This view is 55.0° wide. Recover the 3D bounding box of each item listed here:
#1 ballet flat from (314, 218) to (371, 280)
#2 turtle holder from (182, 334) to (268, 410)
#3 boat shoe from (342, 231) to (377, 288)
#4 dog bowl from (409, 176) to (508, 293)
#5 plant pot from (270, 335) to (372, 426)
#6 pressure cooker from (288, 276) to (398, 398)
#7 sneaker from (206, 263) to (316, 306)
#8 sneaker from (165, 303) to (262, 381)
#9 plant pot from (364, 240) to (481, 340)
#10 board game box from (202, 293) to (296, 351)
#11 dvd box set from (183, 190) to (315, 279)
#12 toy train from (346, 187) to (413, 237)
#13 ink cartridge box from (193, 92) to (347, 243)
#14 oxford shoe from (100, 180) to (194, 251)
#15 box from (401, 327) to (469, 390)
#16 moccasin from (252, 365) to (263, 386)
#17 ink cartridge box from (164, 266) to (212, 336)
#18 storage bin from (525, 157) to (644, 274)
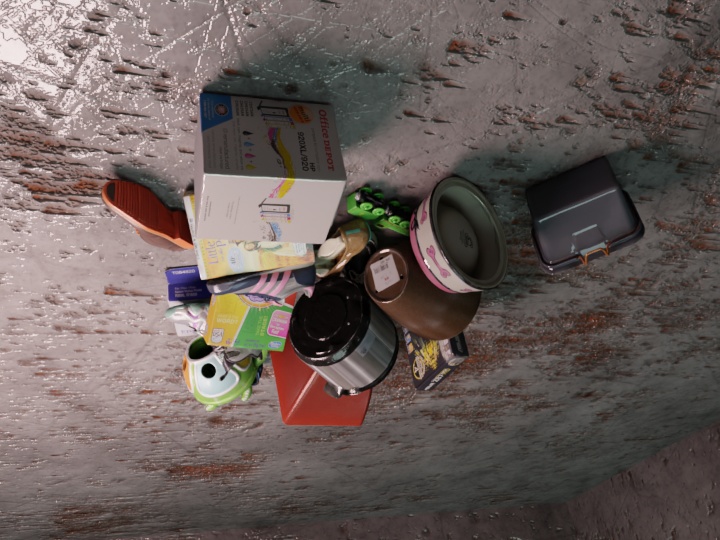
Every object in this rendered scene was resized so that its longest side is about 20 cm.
[{"bbox_3d":[-0.053,-0.029,1.251,0.071,0.069,0.199,-11,164,-33],"label":"ballet flat"},{"bbox_3d":[-0.277,0.191,1.410,0.180,0.143,0.133,-5,137,19],"label":"turtle holder"},{"bbox_3d":[-0.003,0.000,1.332,0.071,0.070,0.201,-3,147,-12],"label":"boat shoe"},{"bbox_3d":[0.165,-0.053,1.189,0.197,0.205,0.073,18,149,-38],"label":"dog bowl"},{"bbox_3d":[-0.070,0.206,1.533,0.195,0.203,0.178,7,133,-26],"label":"plant pot"},{"bbox_3d":[-0.022,0.131,1.297,0.173,0.182,0.200,-27,141,15],"label":"pressure cooker"},{"bbox_3d":[-0.166,0.030,1.197,0.195,0.070,0.084,-12,110,-20],"label":"sneaker"},{"bbox_3d":[-0.271,0.136,1.304,0.195,0.144,0.077,5,175,-20],"label":"sneaker"},{"bbox_3d":[0.095,0.023,1.249,0.185,0.191,0.198,-29,156,27],"label":"plant pot"},{"bbox_3d":[-0.191,0.040,1.254,0.149,0.040,0.205,7,105,-28],"label":"board game box"},{"bbox_3d":[-0.179,-0.071,1.135,0.194,0.030,0.150,-8,113,-4],"label":"dvd box set"},{"bbox_3d":[0.055,-0.095,1.232,0.197,0.043,0.056,21,146,-40],"label":"toy train"},{"bbox_3d":[-0.135,-0.143,0.993,0.194,0.150,0.146,1,147,-18],"label":"ink cartridge box"},{"bbox_3d":[-0.345,-0.076,1.109,0.071,0.073,0.199,-20,148,24],"label":"oxford shoe"},{"bbox_3d":[0.149,0.125,1.448,0.048,0.204,0.162,7,145,-27],"label":"box"},{"bbox_3d":[-0.261,0.198,1.559,0.078,0.070,0.201,-17,146,11],"label":"moccasin"},{"bbox_3d":[-0.278,0.060,1.367,0.194,0.041,0.202,-5,147,-9],"label":"ink cartridge box"},{"bbox_3d":[0.395,-0.099,1.249,0.196,0.148,0.135,-23,136,19],"label":"storage bin"}]
